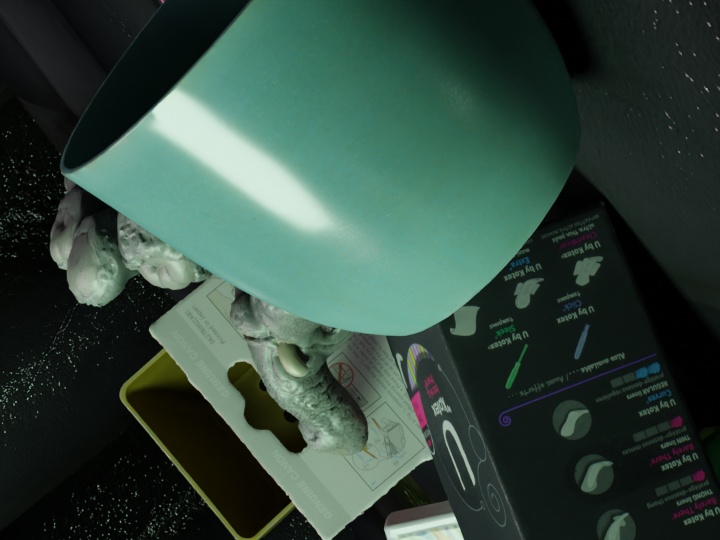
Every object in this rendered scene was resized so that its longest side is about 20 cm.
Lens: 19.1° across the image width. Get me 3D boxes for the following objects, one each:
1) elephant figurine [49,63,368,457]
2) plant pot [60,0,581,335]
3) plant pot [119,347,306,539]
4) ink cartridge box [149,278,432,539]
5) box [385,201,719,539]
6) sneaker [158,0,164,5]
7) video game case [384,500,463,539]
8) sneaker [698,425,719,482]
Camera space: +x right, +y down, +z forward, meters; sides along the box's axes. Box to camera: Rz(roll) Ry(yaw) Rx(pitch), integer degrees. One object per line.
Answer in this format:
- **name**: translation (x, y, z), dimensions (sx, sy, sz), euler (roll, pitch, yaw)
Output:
- **elephant figurine**: translation (-0.043, -0.019, 1.071), dimensions (0.200, 0.155, 0.142), euler (23, -131, -28)
- **plant pot**: translation (-0.004, -0.068, 0.915), dimensions (0.161, 0.201, 0.201), euler (41, 174, -15)
- **plant pot**: translation (-0.086, 0.136, 2.120), dimensions (0.200, 0.200, 0.176), euler (48, -179, 12)
- **ink cartridge box**: translation (0.011, 0.031, 1.176), dimensions (0.161, 0.200, 0.050), euler (48, 172, 16)
- **box**: translation (0.098, 0.086, 1.063), dimensions (0.122, 0.106, 0.201), euler (122, 127, -74)
- **sneaker**: translation (-0.074, -0.170, 1.129), dimensions (0.080, 0.086, 0.200), euler (53, 178, -8)
- **video game case**: translation (0.133, 0.196, 1.173), dimensions (0.022, 0.199, 0.183), euler (-65, -41, -66)
- **sneaker**: translation (0.225, 0.161, 1.052), dimensions (0.200, 0.074, 0.084), euler (49, 175, 12)
